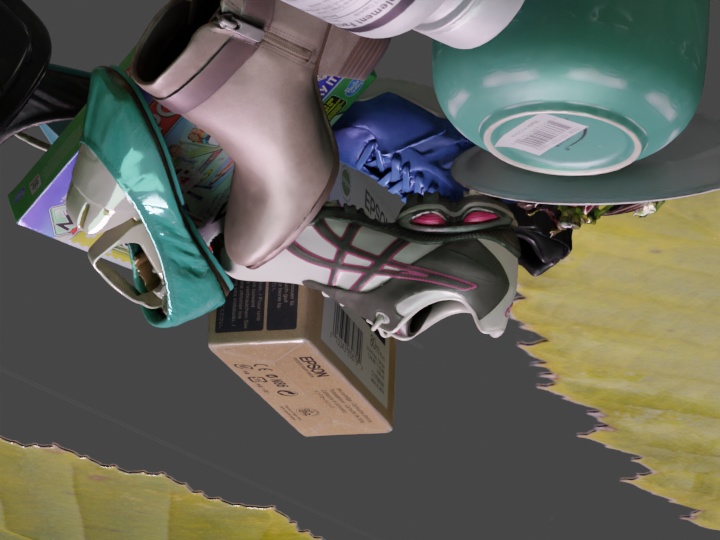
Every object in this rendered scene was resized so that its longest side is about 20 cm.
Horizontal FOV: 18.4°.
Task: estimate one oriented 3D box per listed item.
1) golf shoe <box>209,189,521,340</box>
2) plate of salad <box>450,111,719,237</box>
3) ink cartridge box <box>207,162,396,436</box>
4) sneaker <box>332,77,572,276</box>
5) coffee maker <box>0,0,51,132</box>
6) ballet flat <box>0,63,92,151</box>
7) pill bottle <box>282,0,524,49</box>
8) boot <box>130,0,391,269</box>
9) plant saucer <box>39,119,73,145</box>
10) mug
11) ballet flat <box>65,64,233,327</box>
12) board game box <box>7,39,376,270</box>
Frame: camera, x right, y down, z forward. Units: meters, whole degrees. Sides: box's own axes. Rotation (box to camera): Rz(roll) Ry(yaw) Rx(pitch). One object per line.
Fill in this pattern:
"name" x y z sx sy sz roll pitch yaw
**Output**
"golf shoe" 0.000 0.000 1.375 0.200 0.088 0.077 -4 173 20
"plate of salad" 0.154 -0.059 1.343 0.200 0.048 0.200 -4 -162 1
"ink cartridge box" -0.034 0.008 1.539 0.075 0.165 0.200 -3 158 18
"sneaker" 0.046 -0.052 1.433 0.200 0.111 0.077 11 159 -13
"coffee maker" -0.272 -0.099 1.362 0.192 0.135 0.200 21 154 -27
"ballet flat" -0.145 -0.097 1.425 0.200 0.068 0.068 5 -176 6
"pill bottle" -0.010 -0.182 1.106 0.200 0.112 0.111 21 155 -35
"boot" -0.071 -0.098 1.282 0.146 0.200 0.070 12 -158 -46
"plant saucer" -0.174 -0.049 1.558 0.070 0.019 0.200 42 169 31
"mug" 0.120 -0.115 1.242 0.152 0.115 0.185 -2 158 19
"ballet flat" -0.135 -0.032 1.326 0.067 0.070 0.200 43 163 41
"board game box" -0.104 -0.083 1.369 0.135 0.029 0.200 23 121 -40
